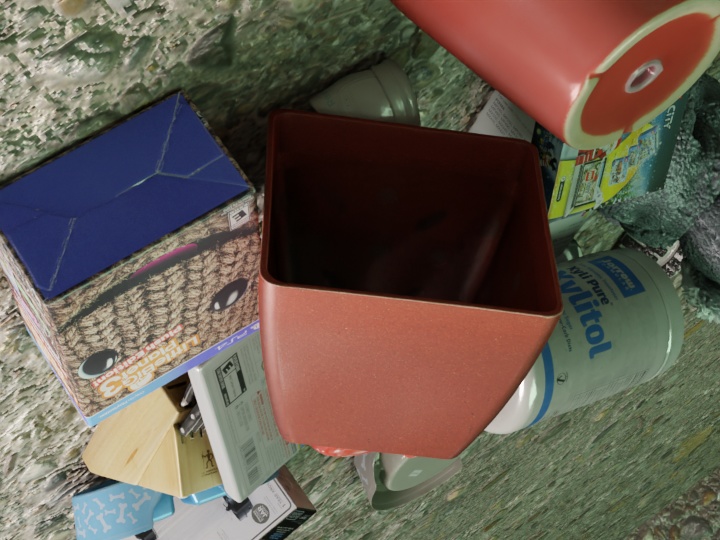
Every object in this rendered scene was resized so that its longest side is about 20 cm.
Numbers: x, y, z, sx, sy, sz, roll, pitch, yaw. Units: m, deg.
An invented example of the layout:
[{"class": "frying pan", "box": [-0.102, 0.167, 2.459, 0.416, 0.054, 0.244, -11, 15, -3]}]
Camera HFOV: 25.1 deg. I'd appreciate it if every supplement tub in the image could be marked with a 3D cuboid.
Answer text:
[{"class": "supplement tub", "box": [0.181, 0.061, 1.471, 0.200, 0.132, 0.132, -17, 150, -34]}]

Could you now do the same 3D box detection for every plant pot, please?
[{"class": "plant pot", "box": [0.019, 0.023, 1.161, 0.199, 0.200, 0.177, 7, 129, -6]}, {"class": "plant pot", "box": [0.143, -0.192, 1.106, 0.200, 0.178, 0.201, -31, 157, -14]}]

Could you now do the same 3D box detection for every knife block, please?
[{"class": "knife block", "box": [-0.165, 0.097, 1.386, 0.064, 0.176, 0.200, -13, -167, -42]}]

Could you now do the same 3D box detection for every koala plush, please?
[{"class": "koala plush", "box": [0.322, -0.059, 1.535, 0.177, 0.200, 0.184, -46, 174, 21]}]

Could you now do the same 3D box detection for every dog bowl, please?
[{"class": "dog bowl", "box": [-0.175, 0.201, 1.503, 0.199, 0.050, 0.111, -18, 179, -18]}, {"class": "dog bowl", "box": [0.079, 0.200, 1.916, 0.200, 0.059, 0.200, -30, 156, -15]}]

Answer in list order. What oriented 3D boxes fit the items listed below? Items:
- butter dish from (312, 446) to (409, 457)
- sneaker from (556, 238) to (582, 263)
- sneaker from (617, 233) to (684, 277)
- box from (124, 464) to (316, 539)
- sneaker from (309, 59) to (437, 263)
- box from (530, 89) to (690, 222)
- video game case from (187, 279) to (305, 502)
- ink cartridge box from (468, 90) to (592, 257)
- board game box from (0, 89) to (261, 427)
[{"class": "butter dish", "box": [0.024, 0.114, 1.556, 0.199, 0.148, 0.200, -6, 142, -50]}, {"class": "sneaker", "box": [0.159, 0.038, 1.670, 0.200, 0.074, 0.085, -56, 174, 39]}, {"class": "sneaker", "box": [0.328, -0.008, 1.884, 0.080, 0.074, 0.200, -32, 166, -50]}, {"class": "box", "box": [-0.158, 0.254, 1.609, 0.200, 0.117, 0.060, -41, 159, 7]}, {"class": "sneaker", "box": [0.006, -0.062, 1.249, 0.088, 0.075, 0.201, -20, 123, -12]}, {"class": "box", "box": [0.205, -0.143, 1.294, 0.136, 0.038, 0.201, -17, 131, -33]}, {"class": "video game case", "box": [-0.056, 0.078, 1.332, 0.182, 0.023, 0.200, -40, 147, -23]}, {"class": "ink cartridge box", "box": [0.156, -0.092, 1.436, 0.145, 0.083, 0.200, -15, 150, -40]}, {"class": "board game box", "box": [-0.159, -0.003, 1.135, 0.159, 0.097, 0.200, -30, 156, -15]}]
